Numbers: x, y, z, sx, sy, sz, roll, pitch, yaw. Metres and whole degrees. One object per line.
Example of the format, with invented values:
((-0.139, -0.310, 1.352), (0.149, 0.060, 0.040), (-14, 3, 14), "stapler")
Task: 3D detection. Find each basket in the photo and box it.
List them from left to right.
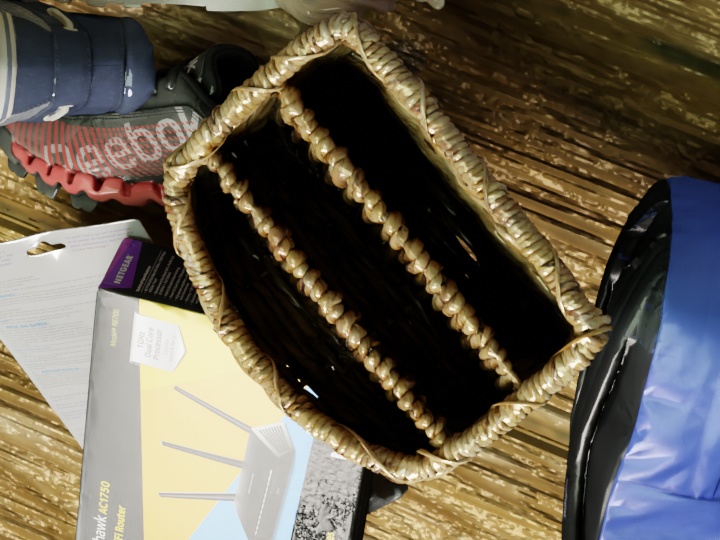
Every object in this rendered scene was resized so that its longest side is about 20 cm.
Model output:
((0.000, 0.000, 1.371), (0.143, 0.149, 0.200), (-38, 89, -3), "basket")

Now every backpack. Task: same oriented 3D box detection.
((0.184, 0.059, 1.413), (0.168, 0.163, 0.200), (5, 118, -3), "backpack")

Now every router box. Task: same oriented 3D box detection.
((-0.066, 0.089, 1.529), (0.149, 0.051, 0.200), (14, 129, 7), "router box")

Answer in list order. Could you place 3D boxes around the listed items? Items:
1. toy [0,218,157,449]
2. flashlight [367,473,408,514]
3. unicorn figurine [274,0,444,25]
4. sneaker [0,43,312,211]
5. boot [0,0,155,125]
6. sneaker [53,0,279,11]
((-0.127, 0.032, 1.586), (0.115, 0.047, 0.200), (-10, 135, 19), "toy")
((-0.061, 0.138, 1.645), (0.200, 0.068, 0.068), (-26, 125, 31), "flashlight")
((-0.046, -0.198, 1.344), (0.137, 0.074, 0.200), (-13, 99, 38), "unicorn figurine")
((-0.096, -0.074, 1.506), (0.200, 0.071, 0.098), (14, 116, 25), "sneaker")
((-0.162, -0.101, 1.481), (0.090, 0.200, 0.073), (1, 99, -15), "boot")
((-0.104, -0.173, 1.447), (0.200, 0.076, 0.081), (1, 110, 20), "sneaker")
